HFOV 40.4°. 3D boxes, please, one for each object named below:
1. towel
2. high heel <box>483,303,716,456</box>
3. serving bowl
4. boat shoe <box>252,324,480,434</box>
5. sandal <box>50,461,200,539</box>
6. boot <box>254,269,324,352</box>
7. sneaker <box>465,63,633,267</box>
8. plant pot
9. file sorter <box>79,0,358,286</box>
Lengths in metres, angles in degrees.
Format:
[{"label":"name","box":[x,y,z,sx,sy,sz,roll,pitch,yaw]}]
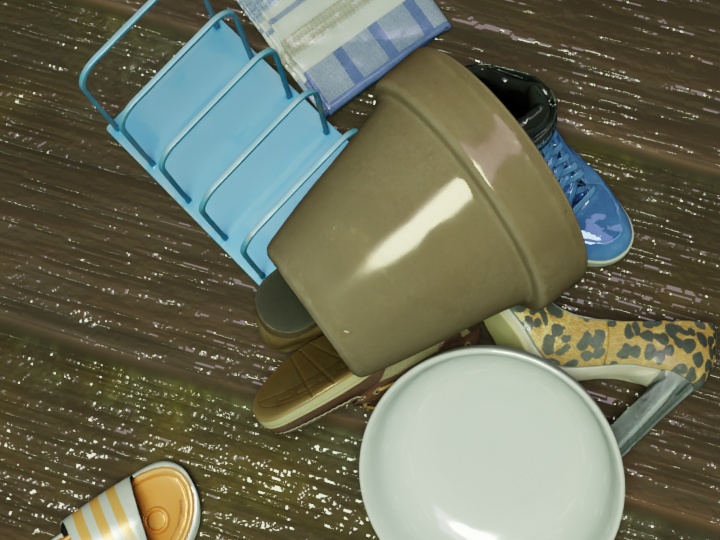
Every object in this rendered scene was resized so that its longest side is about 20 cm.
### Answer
[{"label":"towel","box":[-0.034,-0.249,0.856,0.146,0.024,0.201,-36,83,-7]},{"label":"high heel","box":[0.185,0.035,0.786,0.142,0.072,0.201,-38,79,-16]},{"label":"serving bowl","box":[0.100,0.149,0.745,0.196,0.066,0.205,3,102,14]},{"label":"boat shoe","box":[0.011,0.081,0.771,0.198,0.072,0.073,-31,118,-17]},{"label":"sandal","box":[-0.215,0.230,0.761,0.205,0.059,0.080,-35,81,-4]},{"label":"boot","box":[0.000,0.000,0.796,0.198,0.076,0.074,-29,70,-18]},{"label":"sneaker","box":[0.142,-0.084,0.777,0.077,0.111,0.200,-44,82,-6]},{"label":"plant pot","box":[0.032,-0.023,0.687,0.174,0.200,0.201,-37,81,-3]},{"label":"file sorter","box":[-0.105,-0.112,0.781,0.200,0.123,0.139,44,85,10]}]
